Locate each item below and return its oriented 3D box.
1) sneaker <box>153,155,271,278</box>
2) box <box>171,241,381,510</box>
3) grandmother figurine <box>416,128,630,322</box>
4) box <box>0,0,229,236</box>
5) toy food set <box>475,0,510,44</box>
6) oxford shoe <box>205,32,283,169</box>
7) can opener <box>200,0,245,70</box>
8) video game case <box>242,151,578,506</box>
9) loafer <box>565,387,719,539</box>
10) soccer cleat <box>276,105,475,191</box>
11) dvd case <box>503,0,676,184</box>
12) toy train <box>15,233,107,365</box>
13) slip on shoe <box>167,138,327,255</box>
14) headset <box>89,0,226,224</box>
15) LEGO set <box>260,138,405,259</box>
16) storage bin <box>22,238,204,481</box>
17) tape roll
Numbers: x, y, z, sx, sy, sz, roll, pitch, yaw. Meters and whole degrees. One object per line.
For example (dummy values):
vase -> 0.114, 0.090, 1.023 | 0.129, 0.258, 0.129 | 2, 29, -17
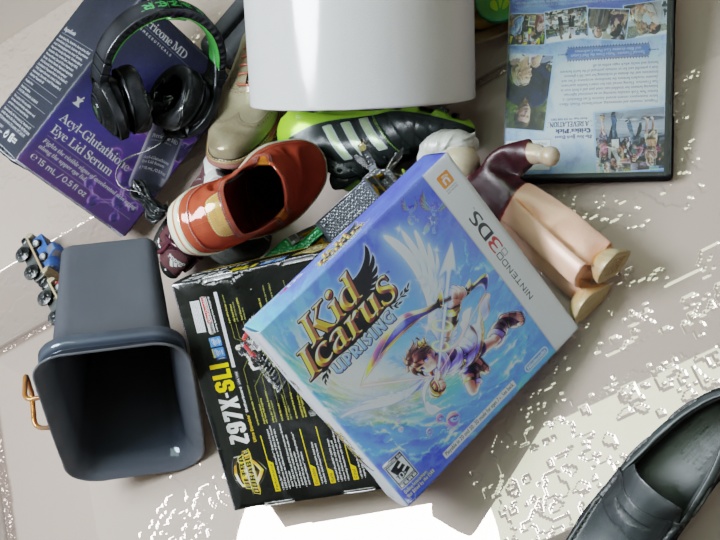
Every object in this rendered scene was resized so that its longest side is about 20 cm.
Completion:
sneaker -> -0.146, -0.025, 0.994 | 0.116, 0.075, 0.200 | -49, 21, 15
box -> -0.051, 0.086, 0.873 | 0.158, 0.049, 0.202 | -12, 98, 20
grandmother figurine -> 0.126, -0.054, 0.879 | 0.200, 0.060, 0.122 | 41, 117, 26
box -> -0.247, -0.163, 1.067 | 0.201, 0.148, 0.104 | -54, 42, -2
toy food set -> 0.113, -0.306, 1.019 | 0.197, 0.049, 0.201 | 11, 74, 29
oxford shoe -> -0.106, -0.187, 1.030 | 0.070, 0.075, 0.201 | 8, 56, 13
can opener -> -0.095, -0.301, 1.103 | 0.053, 0.067, 0.200 | 28, 73, 31
video game case -> 0.043, 0.043, 0.813 | 0.200, 0.182, 0.045 | -44, 16, -14
loafer -> 0.205, 0.163, 0.765 | 0.201, 0.070, 0.068 | -48, 57, 1
soccer cleat -> 0.012, -0.113, 0.987 | 0.198, 0.067, 0.082 | 4, 90, 27
dvd case -> 0.195, -0.174, 0.910 | 0.141, 0.018, 0.202 | 1, 82, 20
toy train -> -0.302, 0.030, 1.092 | 0.046, 0.034, 0.200 | -39, 58, 2
slip on shoe -> -0.079, -0.066, 0.897 | 0.061, 0.200, 0.075 | -15, 101, 34
headset -> -0.187, -0.147, 0.987 | 0.094, 0.123, 0.201 | 51, 134, 39
LEGO set -> 0.000, 0.000, 0.930 | 0.154, 0.116, 0.200 | 44, 109, 4
storage bin -> -0.218, 0.075, 0.935 | 0.144, 0.201, 0.135 | -7, 51, -8
tape roll -> -0.001, -0.216, 0.924 | 0.201, 0.202, 0.140 | 4, 105, 27
